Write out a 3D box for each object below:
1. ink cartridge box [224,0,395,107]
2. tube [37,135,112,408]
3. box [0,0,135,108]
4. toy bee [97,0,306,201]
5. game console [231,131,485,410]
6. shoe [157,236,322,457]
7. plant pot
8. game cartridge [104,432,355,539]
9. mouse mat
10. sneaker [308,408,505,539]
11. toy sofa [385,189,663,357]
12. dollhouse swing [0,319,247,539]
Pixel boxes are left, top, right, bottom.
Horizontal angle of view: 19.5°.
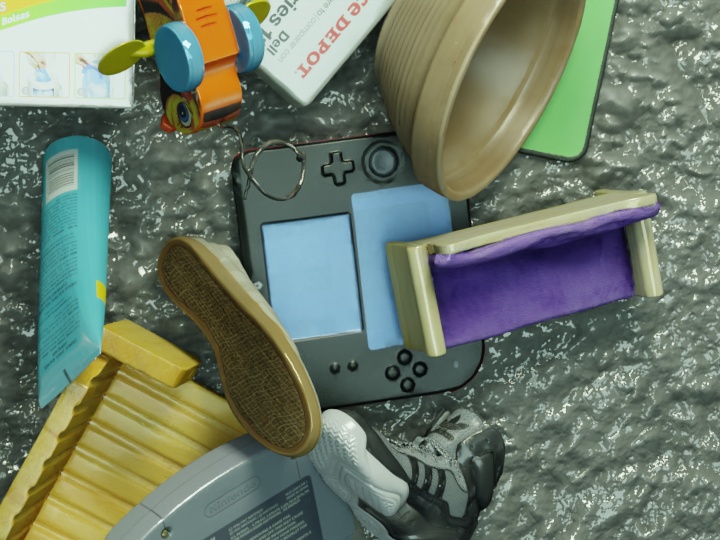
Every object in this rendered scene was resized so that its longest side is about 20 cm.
[{"bbox_3d":[-0.070,-0.235,1.516,0.200,0.083,0.147,40,90,-12],"label":"ink cartridge box"},{"bbox_3d":[-0.202,-0.005,1.477,0.050,0.201,0.077,20,136,-27],"label":"tube"},{"bbox_3d":[-0.259,-0.168,1.483,0.198,0.112,0.102,1,96,-7],"label":"box"},{"bbox_3d":[-0.120,-0.137,1.434,0.130,0.108,0.202,3,77,-29],"label":"toy bee"},{"bbox_3d":[0.000,0.000,1.574,0.175,0.031,0.202,-8,97,-12],"label":"game console"},{"bbox_3d":[-0.076,0.050,1.514,0.070,0.053,0.201,-51,58,28],"label":"shoe"},{"bbox_3d":[0.074,-0.159,1.504,0.092,0.201,0.202,30,92,20],"label":"plant pot"},{"bbox_3d":[-0.094,0.193,1.530,0.199,0.041,0.134,-29,121,-29],"label":"game cartridge"},{"bbox_3d":[0.114,-0.193,1.586,0.159,0.008,0.202,11,95,-9],"label":"mouse mat"},{"bbox_3d":[0.039,0.137,1.554,0.114,0.075,0.200,-53,135,-18],"label":"sneaker"},{"bbox_3d":[0.127,0.001,1.542,0.198,0.097,0.084,-14,99,-21],"label":"toy sofa"},{"bbox_3d":[-0.150,0.167,1.519,0.175,0.182,0.201,30,91,1],"label":"dollhouse swing"}]
